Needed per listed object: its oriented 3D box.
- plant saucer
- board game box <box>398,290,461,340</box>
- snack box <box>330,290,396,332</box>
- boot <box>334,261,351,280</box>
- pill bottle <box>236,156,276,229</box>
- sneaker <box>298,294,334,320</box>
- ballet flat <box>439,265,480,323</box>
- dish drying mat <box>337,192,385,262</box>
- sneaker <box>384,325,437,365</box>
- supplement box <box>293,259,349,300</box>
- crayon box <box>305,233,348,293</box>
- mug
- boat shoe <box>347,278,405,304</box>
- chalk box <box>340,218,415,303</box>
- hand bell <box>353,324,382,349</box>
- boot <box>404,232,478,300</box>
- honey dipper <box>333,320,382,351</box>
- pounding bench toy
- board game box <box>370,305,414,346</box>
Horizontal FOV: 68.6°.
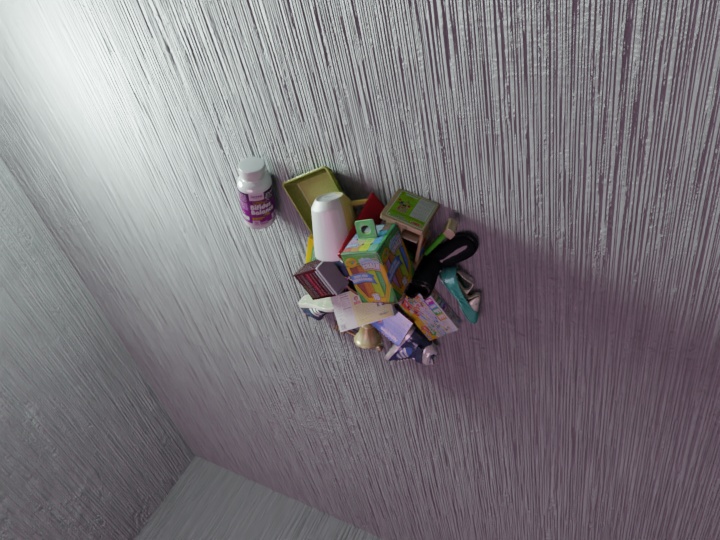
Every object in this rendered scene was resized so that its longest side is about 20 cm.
[{"bbox_3d":[-0.111,-0.207,1.563,0.195,0.048,0.203,-10,121,41],"label":"plant saucer"},{"bbox_3d":[0.204,0.119,1.641,0.201,0.034,0.133,48,138,-11],"label":"board game box"},{"bbox_3d":[0.009,0.112,1.684,0.193,0.037,0.121,-18,90,18],"label":"snack box"},{"bbox_3d":[0.000,0.000,1.579,0.200,0.072,0.091,45,133,14],"label":"boot"},{"bbox_3d":[-0.324,-0.240,1.639,0.109,0.113,0.205,19,137,20],"label":"pill bottle"},{"bbox_3d":[-0.134,0.138,1.882,0.196,0.075,0.087,5,130,46],"label":"sneaker"},{"bbox_3d":[0.300,0.068,1.504,0.069,0.068,0.202,-26,112,31],"label":"ballet flat"},{"bbox_3d":[0.006,-0.105,1.427,0.018,0.205,0.077,6,151,50],"label":"dish drying mat"},{"bbox_3d":[0.177,0.285,1.777,0.145,0.081,0.201,40,134,4],"label":"sneaker"},{"bbox_3d":[-0.126,0.026,1.651,0.110,0.061,0.198,51,154,-14],"label":"supplement box"},{"bbox_3d":[-0.098,-0.013,1.724,0.168,0.059,0.204,29,138,13],"label":"crayon box"},{"bbox_3d":[-0.059,-0.136,1.468,0.146,0.184,0.159,11,122,44],"label":"mug"},{"bbox_3d":[0.045,0.060,1.610,0.192,0.072,0.079,8,93,17],"label":"boat shoe"},{"bbox_3d":[0.039,-0.035,1.358,0.121,0.125,0.204,-2,126,37],"label":"chalk box"},{"bbox_3d":[0.024,0.148,1.782,0.101,0.104,0.207,13,121,25],"label":"hand bell"},{"bbox_3d":[0.214,-0.004,1.416,0.197,0.170,0.077,-20,119,45],"label":"boot"},{"bbox_3d":[-0.007,0.239,1.908,0.194,0.038,0.039,26,139,10],"label":"honey dipper"},{"bbox_3d":[0.155,-0.089,1.415,0.194,0.125,0.160,23,138,16],"label":"pounding bench toy"},{"bbox_3d":[0.073,0.143,1.707,0.198,0.019,0.105,39,117,13],"label":"board game box"}]
